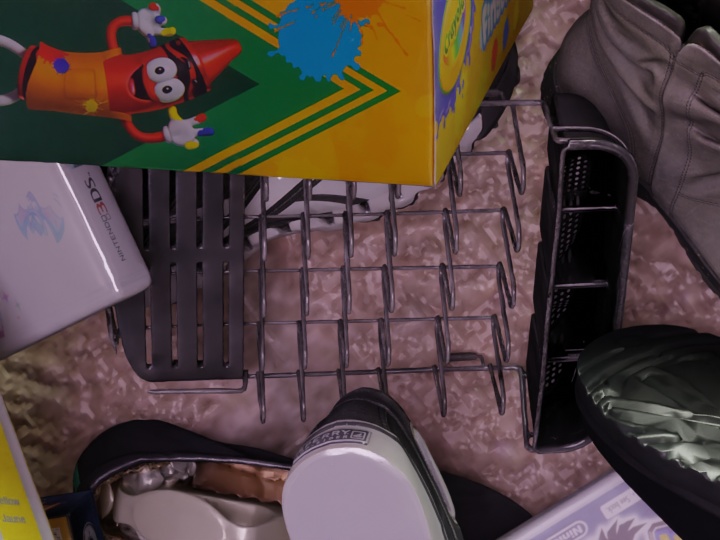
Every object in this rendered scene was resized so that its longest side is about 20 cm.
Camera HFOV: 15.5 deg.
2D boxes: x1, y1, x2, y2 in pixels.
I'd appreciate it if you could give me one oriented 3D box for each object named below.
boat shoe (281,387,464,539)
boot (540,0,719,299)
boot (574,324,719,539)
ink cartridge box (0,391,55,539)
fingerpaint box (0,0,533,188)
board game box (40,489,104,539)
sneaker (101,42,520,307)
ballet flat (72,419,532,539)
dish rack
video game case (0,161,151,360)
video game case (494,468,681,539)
[{"bbox_3d":[0.020,0.141,1.017,0.072,0.068,0.200,-12,110,17],"label":"boat shoe"},{"bbox_3d":[0.154,-0.042,0.986,0.200,0.131,0.068,38,72,5],"label":"boot"},{"bbox_3d":[0.148,0.133,0.984,0.200,0.076,0.168,36,134,40],"label":"boot"},{"bbox_3d":[-0.211,0.092,1.013,0.198,0.047,0.200,-41,55,30],"label":"ink cartridge box"},{"bbox_3d":[-0.033,-0.100,0.960,0.166,0.200,0.073,3,114,12],"label":"fingerpaint box"},{"bbox_3d":[-0.154,0.198,1.080,0.135,0.035,0.200,-9,101,13],"label":"board game box"},{"bbox_3d":[-0.035,-0.056,1.043,0.200,0.067,0.091,-25,133,13],"label":"sneaker"},{"bbox_3d":[-0.025,0.108,1.074,0.200,0.073,0.073,12,98,9],"label":"ballet flat"},{"bbox_3d":[0.000,0.000,1.019,0.200,0.055,0.154,-1,127,-5],"label":"dish rack"},{"bbox_3d":[-0.181,-0.047,1.053,0.200,0.024,0.182,-24,91,48],"label":"video game case"},{"bbox_3d":[0.165,0.146,1.046,0.200,0.023,0.182,-32,90,0],"label":"video game case"}]
